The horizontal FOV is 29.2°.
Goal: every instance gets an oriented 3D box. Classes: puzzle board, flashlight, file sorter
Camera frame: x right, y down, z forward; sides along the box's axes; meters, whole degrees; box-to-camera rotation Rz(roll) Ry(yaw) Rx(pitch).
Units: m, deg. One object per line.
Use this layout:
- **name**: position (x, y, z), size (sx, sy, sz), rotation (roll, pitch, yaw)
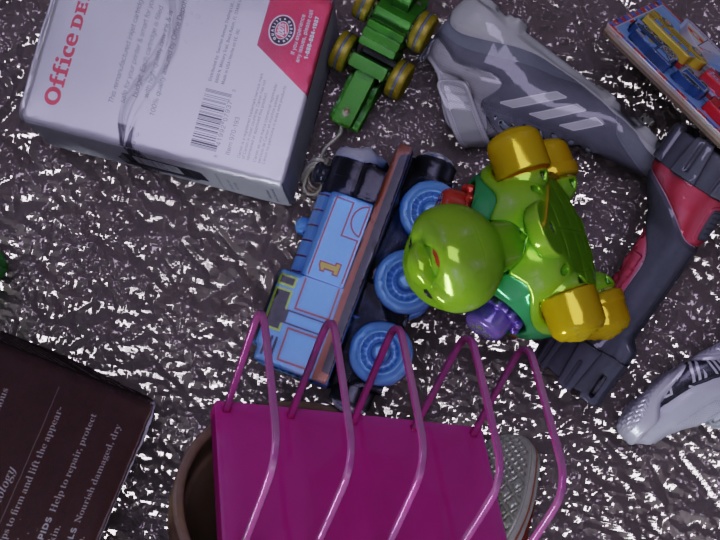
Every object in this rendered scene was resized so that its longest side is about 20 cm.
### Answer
- **puzzle board**: position (0.267, -0.117, 0.986), size (0.200, 0.151, 0.017), rotation (46, 121, 6)
- **flashlight**: position (0.196, -0.006, 0.987), size (0.068, 0.068, 0.200), rotation (31, 106, -11)
- **file sorter**: position (0.016, 0.116, 0.899), size (0.200, 0.126, 0.139), rotation (8, 43, -17)

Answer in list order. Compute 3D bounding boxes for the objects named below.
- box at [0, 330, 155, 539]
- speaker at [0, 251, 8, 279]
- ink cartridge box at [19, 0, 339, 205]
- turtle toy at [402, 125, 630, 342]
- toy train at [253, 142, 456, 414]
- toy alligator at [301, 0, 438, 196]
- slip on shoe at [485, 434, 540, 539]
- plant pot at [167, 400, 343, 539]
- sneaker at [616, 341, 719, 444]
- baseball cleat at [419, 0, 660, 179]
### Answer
- **box**: position (-0.280, 0.114, 0.916), size (0.200, 0.166, 0.165), rotation (27, 83, -37)
- **speaker**: position (-0.360, 0.031, 1.010), size (0.200, 0.088, 0.089), rotation (-37, 83, -3)
- **ink cartridge box**: position (-0.131, -0.146, 1.026), size (0.200, 0.083, 0.146), rotation (15, 83, 4)
- **turtle toy**: position (0.096, -0.012, 0.907), size (0.101, 0.200, 0.146), rotation (-22, 80, 21)
- **toy train**: position (0.000, 0.000, 1.001), size (0.114, 0.087, 0.200), rotation (20, 84, 2)
- **toy alligator**: position (0.008, -0.148, 1.038), size (0.059, 0.054, 0.200), rotation (28, 109, 6)
- **slip on shoe**: position (0.088, 0.215, 0.990), size (0.074, 0.061, 0.200), rotation (1, 68, 37)
- **plant pot**: position (-0.040, 0.195, 0.955), size (0.200, 0.093, 0.201), rotation (13, 41, -11)
- **sneaker**: position (0.290, 0.097, 0.987), size (0.200, 0.075, 0.115), rotation (-30, 80, -5)
- **baseball cleat**: position (0.133, -0.114, 1.033), size (0.200, 0.070, 0.107), rotation (41, 102, 8)
